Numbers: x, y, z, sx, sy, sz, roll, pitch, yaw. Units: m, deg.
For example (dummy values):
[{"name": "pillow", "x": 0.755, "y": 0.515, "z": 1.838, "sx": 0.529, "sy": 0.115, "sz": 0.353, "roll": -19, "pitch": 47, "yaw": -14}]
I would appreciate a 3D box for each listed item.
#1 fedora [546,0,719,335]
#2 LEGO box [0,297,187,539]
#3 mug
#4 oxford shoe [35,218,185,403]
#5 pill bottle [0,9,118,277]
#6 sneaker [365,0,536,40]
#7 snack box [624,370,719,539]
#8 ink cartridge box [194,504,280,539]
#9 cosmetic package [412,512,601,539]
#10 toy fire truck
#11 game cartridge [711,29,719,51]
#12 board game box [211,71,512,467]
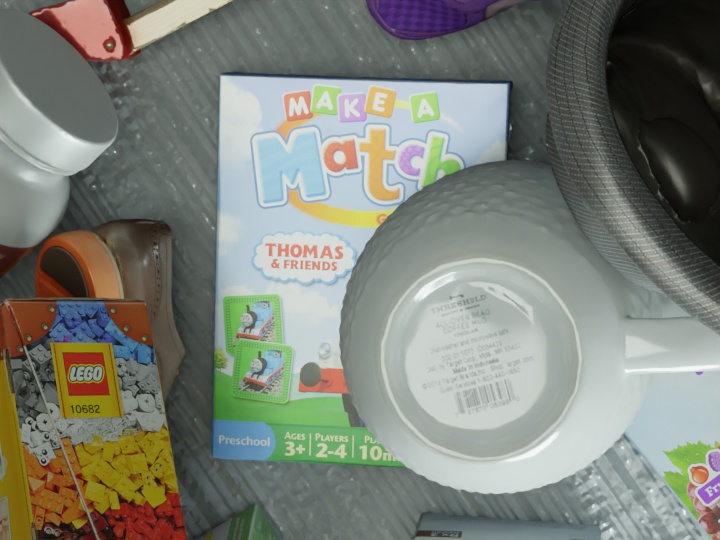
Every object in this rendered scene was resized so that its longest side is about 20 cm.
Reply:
[{"name": "fedora", "x": 0.151, "y": -0.041, "z": 0.864, "sx": 0.200, "sy": 0.090, "sz": 0.177, "roll": 41, "pitch": 62, "yaw": -3}, {"name": "LEGO box", "x": -0.169, "y": 0.118, "z": 1.023, "sx": 0.077, "sy": 0.200, "sz": 0.150, "roll": 2, "pitch": 67, "yaw": -34}, {"name": "mug", "x": 0.088, "y": 0.027, "z": 0.951, "sx": 0.199, "sy": 0.175, "sz": 0.148, "roll": -2, "pitch": 96, "yaw": 9}, {"name": "oxford shoe", "x": -0.121, "y": 0.069, "z": 1.096, "sx": 0.071, "sy": 0.073, "sz": 0.201, "roll": 27, "pitch": 124, "yaw": 40}, {"name": "pill bottle", "x": -0.219, "y": -0.035, "z": 1.053, "sx": 0.200, "sy": 0.112, "sz": 0.112, "roll": -39, "pitch": 92, "yaw": 22}, {"name": "sneaker", "x": 0.078, "y": -0.160, "z": 1.011, "sx": 0.200, "sy": 0.089, "sz": 0.081, "roll": -23, "pitch": 118, "yaw": 33}, {"name": "snack box", "x": 0.209, "y": 0.016, "z": 1.055, "sx": 0.200, "sy": 0.068, "sz": 0.169, "roll": -38, "pitch": 90, "yaw": 8}, {"name": "ink cartridge box", "x": -0.128, "y": 0.211, "z": 1.074, "sx": 0.200, "sy": 0.146, "sz": 0.048, "roll": -32, "pitch": 101, "yaw": 9}, {"name": "cosmetic package", "x": 0.073, "y": 0.232, "z": 1.094, "sx": 0.101, "sy": 0.074, "sz": 0.201, "roll": 4, "pitch": 95, "yaw": 5}, {"name": "toy fire truck", "x": -0.077, "y": -0.189, "z": 1.070, "sx": 0.199, "sy": 0.049, "sz": 0.142, "roll": -12, "pitch": 96, "yaw": 6}, {"name": "game cartridge", "x": 0.201, "y": -0.064, "z": 0.957, "sx": 0.199, "sy": 0.041, "sz": 0.133, "roll": 19, "pitch": 140, "yaw": 8}, {"name": "board game box", "x": 0.000, "y": 0.000, "z": 1.091, "sx": 0.151, "sy": 0.037, "sz": 0.201, "roll": 2, "pitch": 96, "yaw": 6}]
